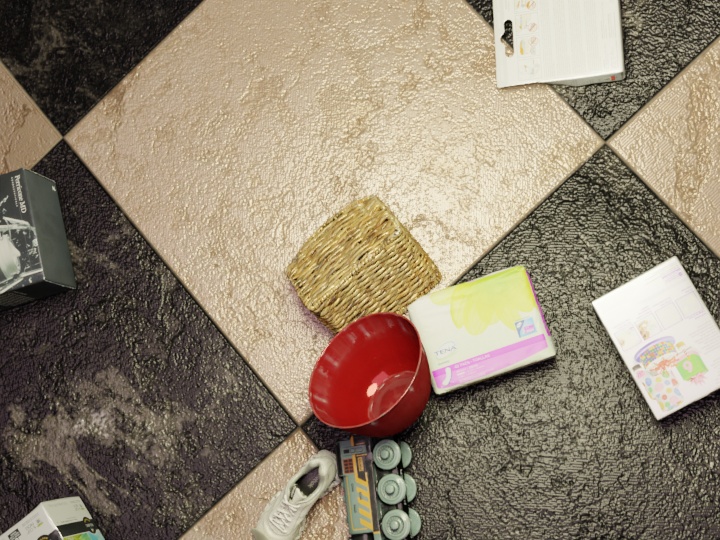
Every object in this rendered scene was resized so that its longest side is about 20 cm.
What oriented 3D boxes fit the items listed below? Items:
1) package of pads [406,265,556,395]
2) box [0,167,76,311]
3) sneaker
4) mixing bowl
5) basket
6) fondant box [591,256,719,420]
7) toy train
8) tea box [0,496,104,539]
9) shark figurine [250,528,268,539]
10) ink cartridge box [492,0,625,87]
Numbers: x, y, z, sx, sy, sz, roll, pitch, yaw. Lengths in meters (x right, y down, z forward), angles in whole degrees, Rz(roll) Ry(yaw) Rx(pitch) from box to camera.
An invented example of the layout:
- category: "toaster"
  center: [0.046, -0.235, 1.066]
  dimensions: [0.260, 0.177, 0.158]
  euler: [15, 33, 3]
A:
- category: "package of pads"
  center: [0.185, 0.090, 1.627]
  dimensions: [0.199, 0.068, 0.156]
  euler: [-20, 79, 8]
- category: "box"
  center: [-0.613, -0.043, 1.791]
  dimensions: [0.195, 0.124, 0.201]
  euler: [-16, 80, 8]
- category: "sneaker"
  center: [-0.107, 0.368, 1.649]
  dimensions: [0.075, 0.081, 0.201]
  euler: [36, 93, 12]
- category: "mixing bowl"
  center: [0.033, 0.174, 1.593]
  dimensions: [0.199, 0.108, 0.201]
  euler: [-23, 43, 24]
- category: "basket"
  center: [0.000, 0.000, 1.682]
  dimensions: [0.200, 0.149, 0.143]
  euler: [-42, 43, 4]
- category: "fondant box"
  center: [0.457, 0.102, 1.572]
  dimensions: [0.144, 0.058, 0.201]
  euler: [-29, 77, 7]
- category: "toy train"
  center: [0.025, 0.341, 1.624]
  dimensions: [0.113, 0.085, 0.202]
  euler: [-11, 78, 18]
- category: "tea box"
  center: [-0.508, 0.505, 1.689]
  dimensions: [0.200, 0.134, 0.197]
  euler: [-38, 77, 5]
- category: "shark figurine"
  center: [-0.178, 0.493, 1.620]
  dimensions: [0.128, 0.089, 0.215]
  euler: [44, 118, 22]
- category: "ink cartridge box"
  center: [0.316, -0.373, 1.678]
  dimensions: [0.198, 0.050, 0.164]
  euler: [-5, 82, 20]
